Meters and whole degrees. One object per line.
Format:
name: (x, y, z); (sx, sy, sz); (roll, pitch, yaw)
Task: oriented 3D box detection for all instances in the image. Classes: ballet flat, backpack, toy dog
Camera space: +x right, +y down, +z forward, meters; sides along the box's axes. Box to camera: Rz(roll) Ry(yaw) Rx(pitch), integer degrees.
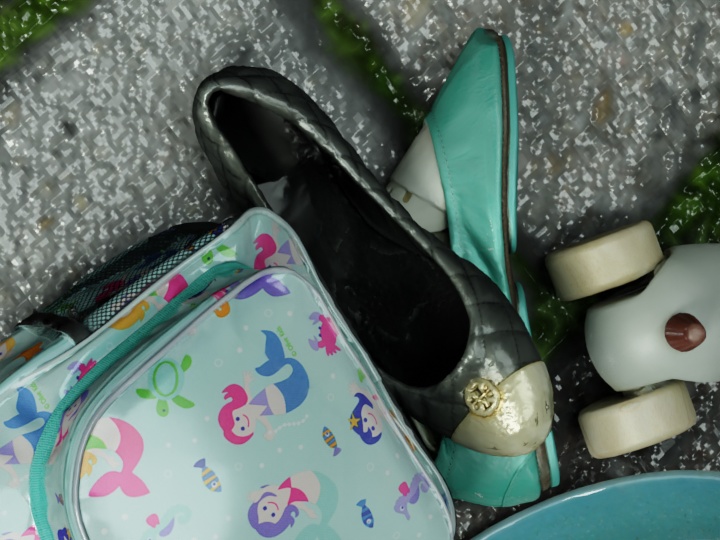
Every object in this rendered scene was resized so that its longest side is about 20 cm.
ballet flat: (0.038, 0.000, 1.233); (0.070, 0.067, 0.201); (-6, 88, -3)
backpack: (-0.075, 0.092, 1.141); (0.200, 0.151, 0.178); (-33, 102, -16)
ballet flat: (0.000, 0.000, 1.188); (0.066, 0.057, 0.200); (-45, 82, 14)
toy dog: (0.173, 0.006, 1.269); (0.200, 0.096, 0.132); (-40, 103, -19)

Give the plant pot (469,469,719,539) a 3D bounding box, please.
plant pot: (0.121, 0.215, 1.199); (0.200, 0.200, 0.188); (-35, 116, -20)
